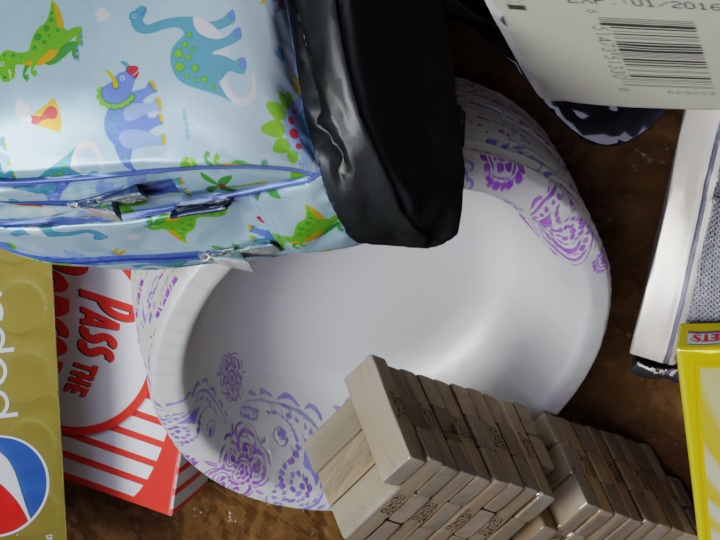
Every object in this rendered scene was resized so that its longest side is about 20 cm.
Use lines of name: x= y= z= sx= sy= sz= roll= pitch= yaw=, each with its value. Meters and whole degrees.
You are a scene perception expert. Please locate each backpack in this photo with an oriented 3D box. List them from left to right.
backpack: x=-0.079 y=-0.076 z=0.707 sx=0.199 sy=0.153 sz=0.165 roll=-9 pitch=80 yaw=31

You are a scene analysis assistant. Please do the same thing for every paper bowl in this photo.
paper bowl: x=0.000 y=0.000 z=0.838 sx=0.199 sy=0.105 sz=0.202 roll=-9 pitch=134 yaw=-9

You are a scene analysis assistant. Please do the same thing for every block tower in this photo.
block tower: x=0.063 y=0.094 z=0.833 sx=0.058 sy=0.199 sz=0.054 roll=-45 pitch=47 yaw=24

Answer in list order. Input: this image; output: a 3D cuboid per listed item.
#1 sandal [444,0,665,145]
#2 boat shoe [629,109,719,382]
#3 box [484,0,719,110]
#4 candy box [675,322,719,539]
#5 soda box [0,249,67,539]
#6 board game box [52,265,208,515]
sandal: x=0.054 y=-0.133 z=0.837 sx=0.200 sy=0.043 sz=0.076 roll=36 pitch=96 yaw=5
boat shoe: x=0.177 y=-0.041 z=0.817 sx=0.092 sy=0.075 sz=0.202 roll=13 pitch=115 yaw=8
box: x=0.117 y=-0.174 z=0.722 sx=0.108 sy=0.128 sz=0.202 roll=4 pitch=76 yaw=18
candy box: x=0.196 y=0.111 z=0.837 sx=0.101 sy=0.026 sz=0.201 roll=-2 pitch=120 yaw=19
soda box: x=-0.178 y=0.058 z=0.908 sx=0.067 sy=0.064 sz=0.202 roll=-6 pitch=106 yaw=-18
board game box: x=-0.161 y=0.016 z=0.964 sx=0.198 sy=0.046 sz=0.153 roll=16 pitch=109 yaw=15
